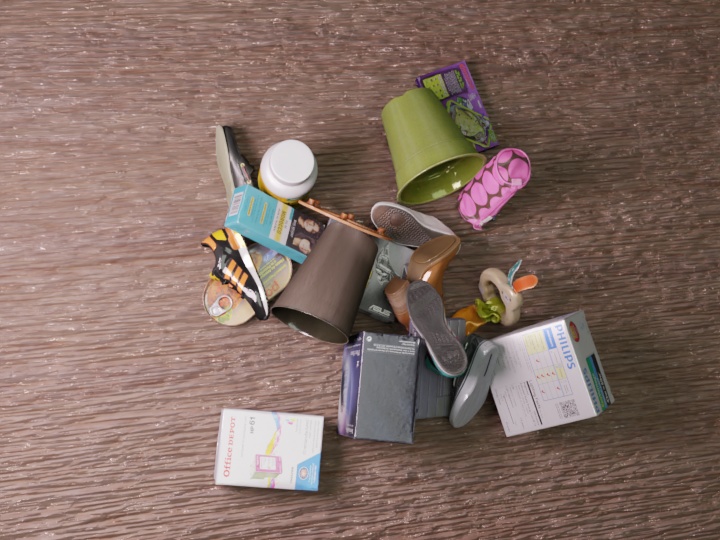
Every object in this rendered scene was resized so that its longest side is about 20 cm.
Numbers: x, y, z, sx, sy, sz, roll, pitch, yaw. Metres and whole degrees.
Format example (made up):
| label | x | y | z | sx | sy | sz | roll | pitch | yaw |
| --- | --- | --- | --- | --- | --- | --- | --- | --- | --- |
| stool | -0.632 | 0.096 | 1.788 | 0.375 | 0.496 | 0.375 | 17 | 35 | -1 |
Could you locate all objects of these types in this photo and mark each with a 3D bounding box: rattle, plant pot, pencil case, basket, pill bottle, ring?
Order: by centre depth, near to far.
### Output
| label | x | y | z | sx | sy | sz | roll | pitch | yaw |
| --- | --- | --- | --- | --- | --- | --- | --- | --- | --- |
| basket | -0.057 | 0.020 | 1.651 | 0.136 | 0.180 | 0.201 | 47 | 61 | -43 |
| ring | -0.026 | -0.102 | 1.668 | 0.199 | 0.200 | 0.019 | 23 | 95 | -6 |
| pill bottle | -0.143 | -0.189 | 1.682 | 0.112 | 0.200 | 0.114 | 2 | 81 | -10 |
| rattle | 0.256 | 0.057 | 1.720 | 0.142 | 0.200 | 0.131 | -6 | 83 | -11 |
| pencil case | 0.275 | -0.165 | 1.758 | 0.090 | 0.200 | 0.094 | 10 | 64 | -12 |
| plant pot | 0.133 | -0.266 | 1.766 | 0.199 | 0.200 | 0.191 | -18 | 74 | -13 |

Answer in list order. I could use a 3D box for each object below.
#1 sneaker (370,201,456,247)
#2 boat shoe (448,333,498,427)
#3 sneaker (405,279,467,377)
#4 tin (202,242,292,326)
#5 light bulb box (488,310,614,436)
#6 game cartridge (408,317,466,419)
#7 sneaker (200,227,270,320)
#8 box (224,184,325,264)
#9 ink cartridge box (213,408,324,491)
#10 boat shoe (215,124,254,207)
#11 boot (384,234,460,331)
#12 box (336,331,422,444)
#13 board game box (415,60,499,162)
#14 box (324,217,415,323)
| label | x | y | z | sx | sy | sz | roll | pitch | yaw |
| --- | --- | --- | --- | --- | --- | --- | --- | --- | --- |
| sneaker | 0.109 | -0.089 | 1.779 | 0.199 | 0.085 | 0.073 | 26 | 108 | -12 |
| boat shoe | 0.216 | 0.217 | 1.713 | 0.072 | 0.071 | 0.201 | 0 | 117 | -42 |
| sneaker | 0.148 | 0.123 | 1.656 | 0.083 | 0.121 | 0.201 | -22 | 68 | -5 |
| tin | -0.226 | 0.029 | 1.719 | 0.200 | 0.042 | 0.112 | -40 | 87 | -14 |
| light bulb box | 0.368 | 0.205 | 1.707 | 0.125 | 0.199 | 0.199 | -12 | 83 | -56 |
| game cartridge | 0.152 | 0.196 | 1.731 | 0.129 | 0.038 | 0.202 | -1 | 97 | -33 |
| sneaker | -0.244 | 0.015 | 1.669 | 0.090 | 0.070 | 0.201 | -22 | 82 | -8 |
| box | -0.165 | -0.088 | 1.681 | 0.199 | 0.049 | 0.083 | 26 | 67 | -36 |
| ink cartridge box | -0.178 | 0.346 | 1.657 | 0.198 | 0.085 | 0.146 | 6 | 81 | -8 |
| boat shoe | -0.248 | -0.198 | 1.732 | 0.063 | 0.074 | 0.203 | -14 | 86 | -21 |
| boot | 0.151 | 0.038 | 1.741 | 0.200 | 0.077 | 0.156 | -47 | 127 | -18 |
| box | 0.032 | 0.226 | 1.654 | 0.122 | 0.200 | 0.200 | 6 | 80 | -10 |
| board game box | 0.210 | -0.343 | 1.859 | 0.119 | 0.032 | 0.201 | -21 | 87 | -9 |
| box | 0.000 | 0.000 | 1.759 | 0.199 | 0.048 | 0.159 | 23 | 79 | -7 |
